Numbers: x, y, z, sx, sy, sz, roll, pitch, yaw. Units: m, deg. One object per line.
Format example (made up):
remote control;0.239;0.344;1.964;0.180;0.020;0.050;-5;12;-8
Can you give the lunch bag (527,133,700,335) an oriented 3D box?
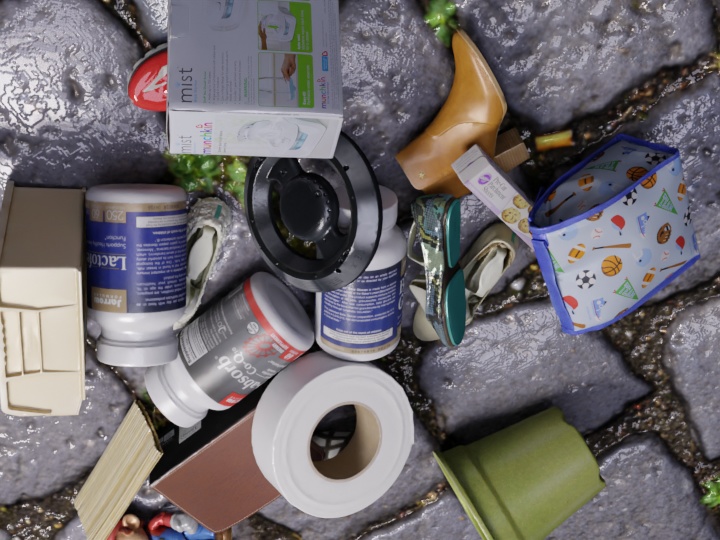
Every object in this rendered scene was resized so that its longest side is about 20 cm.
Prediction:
lunch bag;0.295;-0.041;1.323;0.200;0.124;0.171;-37;123;-19

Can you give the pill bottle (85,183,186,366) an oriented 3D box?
pill bottle;-0.258;0.003;1.261;0.115;0.116;0.202;0;98;-8

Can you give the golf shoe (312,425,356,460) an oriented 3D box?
golf shoe;-0.025;0.262;1.497;0.199;0.095;0.078;-26;123;9

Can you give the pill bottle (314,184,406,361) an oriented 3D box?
pill bottle;0.000;0.000;1.335;0.110;0.111;0.201;-2;121;-7

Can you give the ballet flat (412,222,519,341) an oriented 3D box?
ballet flat;0.135;0.026;1.397;0.069;0.070;0.201;26;114;-21

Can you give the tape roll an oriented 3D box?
tape roll;-0.033;0.205;1.378;0.201;0.071;0.204;-7;105;-27

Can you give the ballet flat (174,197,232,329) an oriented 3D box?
ballet flat;-0.213;0.002;1.332;0.071;0.072;0.201;17;117;-17

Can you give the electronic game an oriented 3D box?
electronic game;-0.058;-0.073;1.261;0.042;0.200;0.201;-18;137;-52

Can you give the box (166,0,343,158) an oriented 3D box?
box;-0.111;-0.227;1.126;0.175;0.201;0.097;0;158;-9

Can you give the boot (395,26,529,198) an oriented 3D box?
boot;0.102;-0.169;1.274;0.143;0.071;0.202;-26;125;7

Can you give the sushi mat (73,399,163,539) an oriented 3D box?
sushi mat;-0.327;0.277;1.464;0.012;0.096;0.201;13;121;-42

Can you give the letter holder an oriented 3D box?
letter holder;-0.161;0.238;1.460;0.200;0.101;0.142;-37;121;13

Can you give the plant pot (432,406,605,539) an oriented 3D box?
plant pot;0.228;0.288;1.509;0.184;0.200;0.201;-31;121;-3

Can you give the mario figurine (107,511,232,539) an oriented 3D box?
mario figurine;-0.282;0.396;1.527;0.199;0.106;0.124;3;86;-19

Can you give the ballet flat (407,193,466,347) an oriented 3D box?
ballet flat;0.091;-0.002;1.330;0.074;0.074;0.201;-5;113;-5

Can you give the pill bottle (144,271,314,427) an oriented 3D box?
pill bottle;-0.166;0.102;1.368;0.200;0.116;0.116;-37;119;14

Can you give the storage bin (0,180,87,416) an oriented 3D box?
storage bin;-0.361;0.032;1.248;0.093;0.200;0.200;0;120;-13

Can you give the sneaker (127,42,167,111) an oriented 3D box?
sneaker;-0.160;-0.210;1.203;0.198;0.085;0.077;-9;121;-3

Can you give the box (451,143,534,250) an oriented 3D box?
box;0.177;-0.083;1.311;0.041;0.039;0.200;-38;141;13
